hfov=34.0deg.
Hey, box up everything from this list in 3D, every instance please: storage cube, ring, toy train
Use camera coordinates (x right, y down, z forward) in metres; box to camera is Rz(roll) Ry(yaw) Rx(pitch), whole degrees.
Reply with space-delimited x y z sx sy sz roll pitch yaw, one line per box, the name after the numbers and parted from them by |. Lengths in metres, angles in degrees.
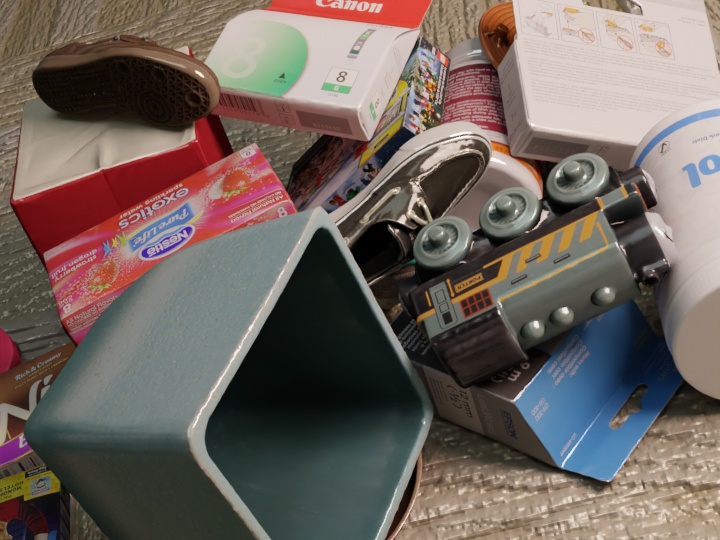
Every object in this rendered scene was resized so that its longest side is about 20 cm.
-0.196 -0.064 1.068 0.170 0.181 0.201 -18 38 3 | storage cube
0.200 -0.189 1.075 0.199 0.019 0.201 17 41 -15 | ring
0.122 0.000 0.820 0.199 0.085 0.114 -25 44 11 | toy train

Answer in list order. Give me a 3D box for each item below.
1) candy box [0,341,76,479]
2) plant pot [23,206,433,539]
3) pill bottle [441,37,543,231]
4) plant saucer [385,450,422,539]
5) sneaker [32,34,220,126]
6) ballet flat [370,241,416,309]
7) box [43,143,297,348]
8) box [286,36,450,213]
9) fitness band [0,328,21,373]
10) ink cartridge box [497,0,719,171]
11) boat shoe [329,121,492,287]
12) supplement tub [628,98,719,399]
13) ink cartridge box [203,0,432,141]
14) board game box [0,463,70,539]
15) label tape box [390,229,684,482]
-0.210 0.104 0.975 0.199 0.057 0.117 -22 39 -5 | candy box
-0.100 0.102 0.776 0.199 0.197 0.196 -6 40 32 | plant pot
0.107 -0.114 1.046 0.113 0.115 0.201 -7 41 16 | pill bottle
-0.048 0.165 0.849 0.199 0.037 0.201 -13 39 10 | plant saucer
-0.190 -0.174 0.993 0.199 0.071 0.076 9 46 31 | sneaker
0.000 0.000 0.990 0.199 0.067 0.068 0 45 36 | ballet flat
-0.140 -0.001 0.941 0.199 0.096 0.100 -28 39 -4 | box
-0.002 -0.100 1.050 0.200 0.038 0.137 -41 24 37 | box
-0.395 0.105 1.075 0.199 0.038 0.144 8 49 32 | fitness band
0.215 -0.168 1.001 0.198 0.045 0.177 7 59 -17 | ink cartridge box
0.029 -0.035 0.900 0.200 0.071 0.064 -39 39 -4 | boat shoe
0.271 -0.020 0.850 0.131 0.133 0.201 -12 39 10 | supplement tub
-0.033 -0.213 1.037 0.160 0.050 0.201 12 62 22 | ink cartridge box
-0.282 0.249 0.788 0.199 0.062 0.201 -19 40 1 | board game box
0.130 0.057 0.875 0.199 0.066 0.143 18 52 40 | label tape box
